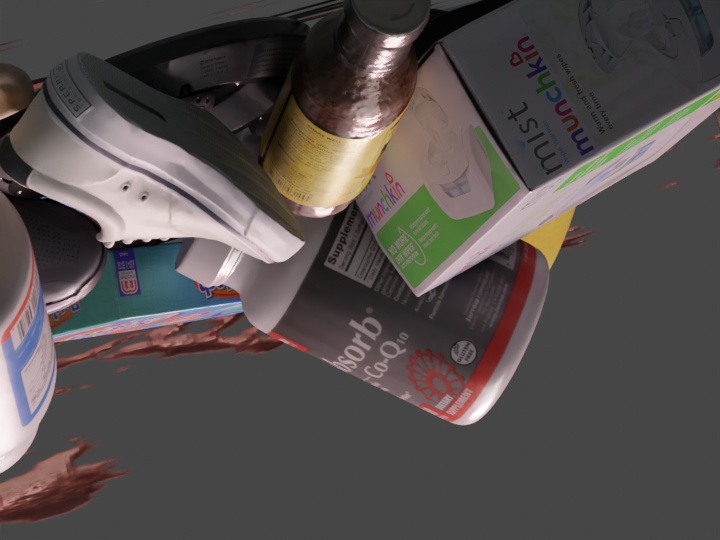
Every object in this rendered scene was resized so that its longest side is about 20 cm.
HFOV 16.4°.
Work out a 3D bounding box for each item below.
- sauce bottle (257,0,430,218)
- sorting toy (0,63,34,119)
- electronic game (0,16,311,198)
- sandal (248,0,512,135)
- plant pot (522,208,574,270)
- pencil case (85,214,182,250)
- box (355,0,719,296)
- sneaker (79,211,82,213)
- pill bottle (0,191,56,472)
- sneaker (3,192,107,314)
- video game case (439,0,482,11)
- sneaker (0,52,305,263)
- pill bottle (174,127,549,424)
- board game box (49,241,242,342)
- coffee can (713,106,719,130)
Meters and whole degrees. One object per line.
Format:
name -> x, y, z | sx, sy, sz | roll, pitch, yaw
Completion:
sauce bottle -> -0.006, -0.091, 1.269 | 0.064, 0.065, 0.200 | -15, 164, -18
sorting toy -> -0.277, -0.048, 1.180 | 0.199, 0.037, 0.185 | -15, 179, -40
electronic game -> -0.116, -0.088, 1.329 | 0.199, 0.042, 0.200 | -20, 173, -3
sandal -> 0.023, -0.132, 1.415 | 0.199, 0.043, 0.076 | -26, -174, 11
plant pot -> 0.086, -0.078, 1.853 | 0.199, 0.201, 0.142 | -14, 153, -51
pencil case -> -0.141, -0.056, 1.545 | 0.199, 0.087, 0.083 | -16, -174, 6
box -> 0.102, -0.090, 1.350 | 0.176, 0.097, 0.200 | -30, 174, -22
sneaker -> -0.200, -0.056, 1.466 | 0.199, 0.066, 0.078 | -16, 169, 4
pill bottle -> -0.214, 0.036, 1.279 | 0.111, 0.113, 0.200 | -15, 156, -9
sneaker -> -0.239, -0.017, 1.350 | 0.198, 0.075, 0.088 | 5, 170, 3
video game case -> 0.076, -0.149, 1.580 | 0.181, 0.022, 0.200 | -15, 179, -19
sneaker -> -0.104, -0.044, 1.239 | 0.071, 0.073, 0.200 | -39, 143, 15
pill bottle -> 0.000, 0.000, 1.464 | 0.199, 0.117, 0.116 | 26, 172, -8
board game box -> -0.118, 0.009, 1.577 | 0.199, 0.045, 0.152 | -8, 177, -40
coffee can -> 0.295, -0.148, 1.419 | 0.199, 0.147, 0.146 | -16, 179, 16
